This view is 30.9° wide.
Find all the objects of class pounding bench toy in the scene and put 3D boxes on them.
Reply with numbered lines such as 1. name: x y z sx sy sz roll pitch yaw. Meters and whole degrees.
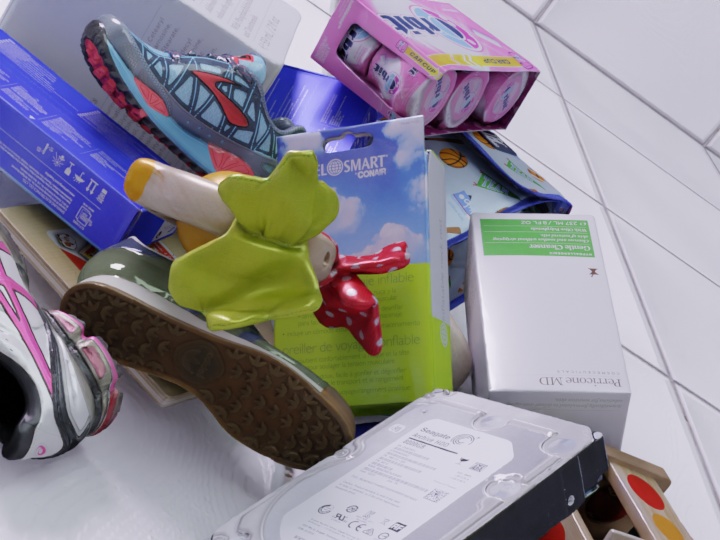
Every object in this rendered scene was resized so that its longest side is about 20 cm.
1. pounding bench toy: 0.126 0.191 0.866 0.199 0.125 0.157 24 26 -32

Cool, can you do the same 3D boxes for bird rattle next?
1. bird rattle: -0.057 -0.027 0.810 0.162 0.114 0.200 24 6 19

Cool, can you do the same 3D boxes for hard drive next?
1. hard drive: 0.028 0.134 0.736 0.199 0.038 0.139 -27 25 -36

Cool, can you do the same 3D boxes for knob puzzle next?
1. knob puzzle: -0.140 0.019 0.915 0.218 0.031 0.220 32 23 -15

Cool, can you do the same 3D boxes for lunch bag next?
1. lunch bag: 0.070 -0.069 1.164 0.199 0.125 0.170 -26 59 -34

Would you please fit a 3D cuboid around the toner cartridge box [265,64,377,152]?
1. toner cartridge box: -0.059 -0.081 1.060 0.094 0.043 0.201 15 51 11

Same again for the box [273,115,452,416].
1. box: 0.000 0.000 0.919 0.048 0.121 0.202 33 54 -65

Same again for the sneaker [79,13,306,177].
1. sneaker: -0.115 -0.129 0.940 0.200 0.096 0.079 42 -6 -41

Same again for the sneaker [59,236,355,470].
1. sneaker: -0.085 0.043 0.819 0.199 0.067 0.090 30 28 -11

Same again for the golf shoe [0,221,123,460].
1. golf shoe: -0.223 0.022 0.725 0.200 0.073 0.092 43 24 10

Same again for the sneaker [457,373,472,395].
1. sneaker: 0.122 0.102 1.141 0.200 0.072 0.086 -12 83 -70

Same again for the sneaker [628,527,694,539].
1. sneaker: 0.259 0.244 1.051 0.107 0.067 0.202 18 33 -43

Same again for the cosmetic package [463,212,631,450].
1. cosmetic package: 0.137 0.050 0.999 0.106 0.086 0.201 0 40 -2

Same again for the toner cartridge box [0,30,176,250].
1. toner cartridge box: -0.215 -0.093 0.902 0.199 0.043 0.095 39 19 8

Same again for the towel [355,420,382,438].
1. towel: 0.031 0.156 0.804 0.200 0.146 0.050 -66 146 -65

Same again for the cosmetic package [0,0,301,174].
1. cosmetic package: -0.178 -0.177 1.057 0.199 0.167 0.168 32 23 -12

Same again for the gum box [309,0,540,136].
1. gum box: 0.057 -0.175 1.107 0.113 0.066 0.199 40 25 20

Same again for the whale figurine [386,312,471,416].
1. whale figurine: 0.005 0.043 1.028 0.160 0.103 0.200 57 -9 -25
